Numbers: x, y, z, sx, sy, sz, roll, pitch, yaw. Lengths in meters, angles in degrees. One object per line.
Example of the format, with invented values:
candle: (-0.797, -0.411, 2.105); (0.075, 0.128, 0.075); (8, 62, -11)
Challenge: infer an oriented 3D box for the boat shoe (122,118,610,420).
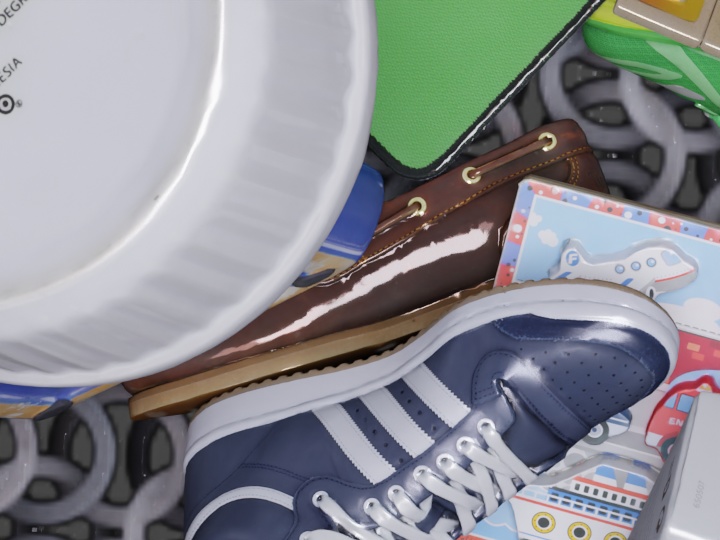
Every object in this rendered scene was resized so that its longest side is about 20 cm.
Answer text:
boat shoe: (0.000, 0.000, 1.029); (0.200, 0.070, 0.070); (-18, 87, -4)

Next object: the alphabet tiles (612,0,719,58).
alphabet tiles: (0.177, -0.132, 0.996); (0.200, 0.006, 0.167); (23, 60, 1)

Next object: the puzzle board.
puzzle board: (0.137, 0.060, 0.987); (0.200, 0.017, 0.151); (15, 112, 5)

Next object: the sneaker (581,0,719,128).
sneaker: (0.167, -0.051, 1.009); (0.200, 0.074, 0.084); (26, 113, 10)

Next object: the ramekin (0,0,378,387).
ramekin: (-0.100, -0.065, 0.787); (0.202, 0.094, 0.203); (0, 90, 13)

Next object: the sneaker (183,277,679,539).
sneaker: (0.020, 0.078, 0.944); (0.200, 0.109, 0.070); (-20, 132, 27)

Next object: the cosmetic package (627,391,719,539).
cosmetic package: (0.131, 0.145, 0.976); (0.101, 0.074, 0.200); (21, 135, 1)

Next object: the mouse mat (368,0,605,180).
mouse mat: (0.008, -0.152, 1.024); (0.161, 0.008, 0.200); (-46, 75, 2)

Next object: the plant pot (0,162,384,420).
plant pot: (-0.113, -0.056, 0.936); (0.200, 0.200, 0.180); (-27, 79, 13)
